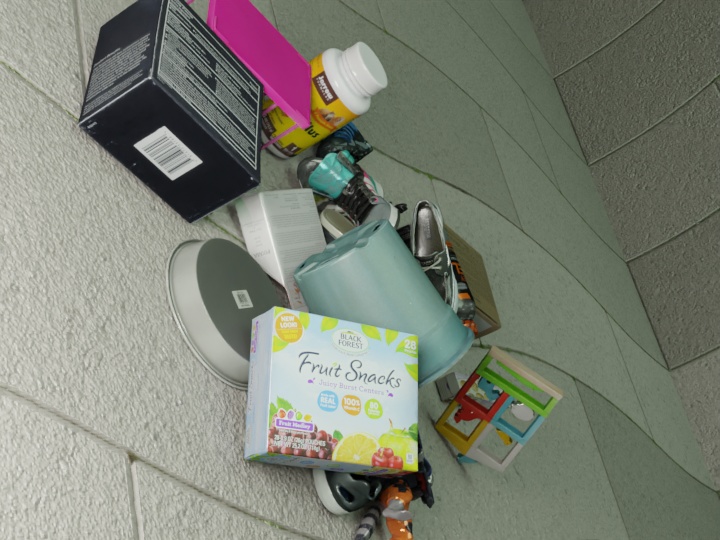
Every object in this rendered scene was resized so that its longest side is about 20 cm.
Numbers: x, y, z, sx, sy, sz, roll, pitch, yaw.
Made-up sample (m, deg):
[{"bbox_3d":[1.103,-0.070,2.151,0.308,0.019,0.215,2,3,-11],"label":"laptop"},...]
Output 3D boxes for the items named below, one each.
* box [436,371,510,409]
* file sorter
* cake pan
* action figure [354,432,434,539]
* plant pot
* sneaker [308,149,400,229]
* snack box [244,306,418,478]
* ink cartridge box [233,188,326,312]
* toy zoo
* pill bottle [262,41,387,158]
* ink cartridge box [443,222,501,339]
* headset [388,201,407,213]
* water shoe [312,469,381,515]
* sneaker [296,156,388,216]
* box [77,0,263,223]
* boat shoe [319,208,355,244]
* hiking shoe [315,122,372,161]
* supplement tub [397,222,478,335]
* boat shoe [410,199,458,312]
[{"bbox_3d":[0.194,0.211,1.815,0.200,0.039,0.042,25,44,-55],"label":"box"},{"bbox_3d":[-0.178,-0.276,1.473,0.200,0.125,0.140,42,31,-36],"label":"file sorter"},{"bbox_3d":[-0.154,0.045,1.284,0.200,0.037,0.201,45,29,-33],"label":"cake pan"},{"bbox_3d":[0.037,0.263,1.366,0.194,0.104,0.201,-89,168,-57],"label":"action figure"},{"bbox_3d":[0.020,0.050,1.418,0.197,0.199,0.200,60,23,-12],"label":"plant pot"},{"bbox_3d":[-0.015,-0.112,1.540,0.120,0.084,0.200,35,13,-24],"label":"sneaker"},{"bbox_3d":[-0.031,0.145,1.237,0.199,0.068,0.170,14,66,-29],"label":"snack box"},{"bbox_3d":[-0.094,-0.013,1.478,0.161,0.050,0.201,-13,89,-66],"label":"ink cartridge box"},{"bbox_3d":[0.204,0.226,1.642,0.131,0.201,0.020,34,26,1],"label":"toy zoo"},{"bbox_3d":[-0.061,-0.259,1.599,0.109,0.199,0.110,45,28,-33],"label":"pill bottle"},{"bbox_3d":[0.164,0.015,1.922,0.200,0.075,0.166,36,36,-48],"label":"ink cartridge box"},{"bbox_3d":[0.034,-0.009,1.649,0.123,0.094,0.201,32,50,-40],"label":"headset"},{"bbox_3d":[-0.028,0.200,1.322,0.071,0.079,0.201,16,50,-59],"label":"water shoe"},{"bbox_3d":[-0.037,-0.130,1.694,0.200,0.075,0.085,32,14,-44],"label":"sneaker"},{"bbox_3d":[-0.224,-0.203,1.302,0.200,0.123,0.199,45,30,-37],"label":"box"},{"bbox_3d":[-0.001,0.000,1.560,0.199,0.066,0.074,44,28,8],"label":"boat shoe"},{"bbox_3d":[-0.045,-0.212,1.761,0.087,0.074,0.200,54,14,1],"label":"hiking shoe"},{"bbox_3d":[0.113,0.028,1.744,0.122,0.122,0.201,9,57,-61],"label":"supplement tub"},{"bbox_3d":[0.104,-0.014,1.652,0.071,0.072,0.201,36,43,-72],"label":"boat shoe"}]
